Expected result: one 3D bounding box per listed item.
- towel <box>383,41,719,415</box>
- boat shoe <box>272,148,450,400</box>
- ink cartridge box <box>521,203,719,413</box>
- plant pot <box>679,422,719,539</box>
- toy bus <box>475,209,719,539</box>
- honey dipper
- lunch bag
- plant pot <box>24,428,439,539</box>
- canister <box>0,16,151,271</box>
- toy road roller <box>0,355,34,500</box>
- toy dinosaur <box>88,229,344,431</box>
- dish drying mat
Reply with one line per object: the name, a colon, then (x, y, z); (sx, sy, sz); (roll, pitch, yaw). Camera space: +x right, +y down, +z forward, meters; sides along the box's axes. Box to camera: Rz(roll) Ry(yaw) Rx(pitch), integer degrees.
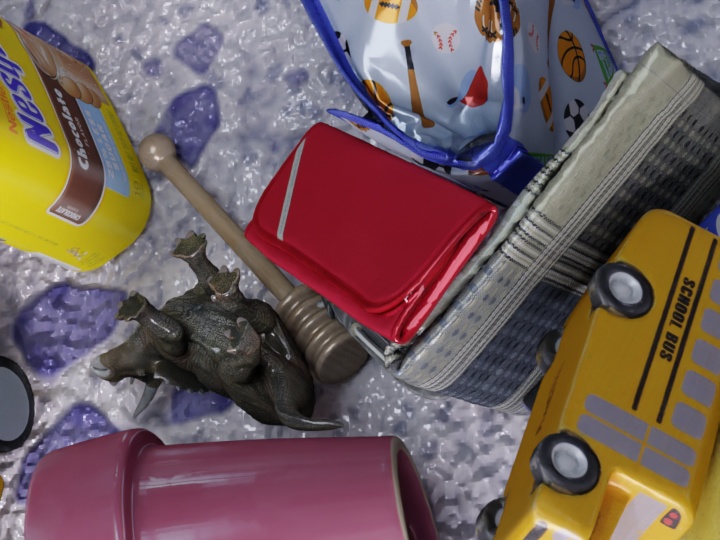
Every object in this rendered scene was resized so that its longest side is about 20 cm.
towel: (0.105, -0.017, 1.052); (0.035, 0.193, 0.200); (44, 99, 23)
boat shoe: (0.000, 0.000, 1.154); (0.200, 0.072, 0.071); (-125, 39, -55)
ink cartridge box: (0.183, 0.031, 1.083); (0.200, 0.044, 0.094); (-45, 63, 10)
plant pot: (0.222, 0.120, 0.975); (0.142, 0.200, 0.200); (29, 91, 56)
toy bus: (0.116, 0.063, 0.978); (0.078, 0.065, 0.200); (28, 47, -5)
honey dipper: (-0.067, -0.013, 1.230); (0.038, 0.038, 0.200); (-49, 59, 8)
lunch bag: (0.055, -0.112, 1.115); (0.124, 0.170, 0.200); (-35, 64, 18)
plant pot: (-0.051, 0.165, 1.097); (0.179, 0.200, 0.200); (-15, 70, 8)
canister: (-0.215, -0.086, 1.230); (0.086, 0.200, 0.149); (-36, 64, 15)
toy road roller: (-0.283, 0.100, 1.218); (0.123, 0.200, 0.146); (-12, 57, 31)
toy dinosaur: (-0.065, 0.043, 1.173); (0.200, 0.102, 0.077); (15, 64, 37)
dish drying mat: (-0.002, -0.023, 1.052); (0.077, 0.018, 0.200); (-54, 26, -2)
